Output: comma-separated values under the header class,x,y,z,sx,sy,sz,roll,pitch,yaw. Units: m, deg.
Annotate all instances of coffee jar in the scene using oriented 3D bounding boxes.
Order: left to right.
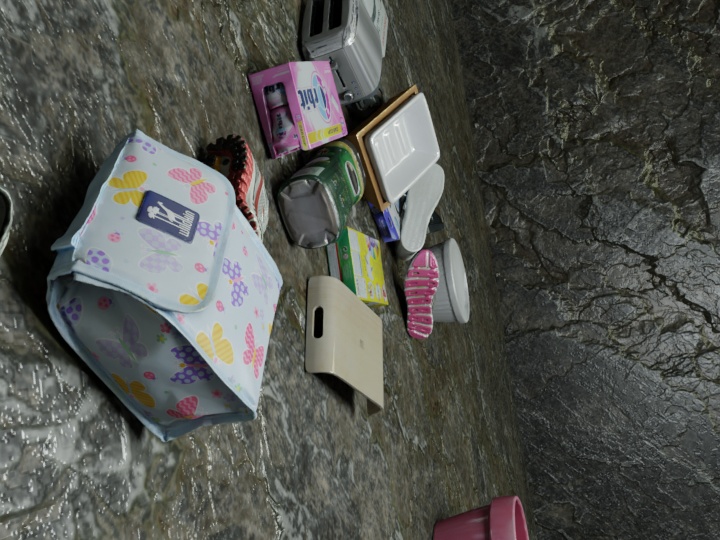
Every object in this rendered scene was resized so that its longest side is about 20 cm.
class,x,y,z,sx,sy,sz,roll,pitch,yaw
coffee jar,-0.051,-0.118,1.093,0.201,0.083,0.107,-64,139,-62

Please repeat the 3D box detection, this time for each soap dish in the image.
class,x,y,z,sx,sy,sz,roll,pitch,yaw
soap dish,0.061,-0.235,1.425,0.200,0.080,0.160,-45,127,-35

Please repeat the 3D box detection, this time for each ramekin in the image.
class,x,y,z,sx,sy,sz,roll,pitch,yaw
ramekin,0.199,0.032,1.812,0.202,0.092,0.208,-11,90,-73

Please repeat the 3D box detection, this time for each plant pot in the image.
class,x,y,z,sx,sy,sz,roll,pitch,yaw
plant pot,0.246,0.567,1.513,0.199,0.174,0.206,-11,90,-72

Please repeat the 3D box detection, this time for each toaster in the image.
class,x,y,z,sx,sy,sz,roll,pitch,yaw
toaster,-0.031,-0.390,1.274,0.130,0.111,0.204,54,32,-50

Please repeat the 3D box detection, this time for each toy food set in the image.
class,x,y,z,sx,sy,sz,roll,pitch,yaw
toy food set,-0.024,0.116,1.117,0.200,0.059,0.147,44,40,-51

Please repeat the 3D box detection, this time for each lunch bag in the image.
class,x,y,z,sx,sy,sz,roll,pitch,yaw
lunch bag,-0.155,0.009,0.619,0.172,0.124,0.202,-83,150,-49

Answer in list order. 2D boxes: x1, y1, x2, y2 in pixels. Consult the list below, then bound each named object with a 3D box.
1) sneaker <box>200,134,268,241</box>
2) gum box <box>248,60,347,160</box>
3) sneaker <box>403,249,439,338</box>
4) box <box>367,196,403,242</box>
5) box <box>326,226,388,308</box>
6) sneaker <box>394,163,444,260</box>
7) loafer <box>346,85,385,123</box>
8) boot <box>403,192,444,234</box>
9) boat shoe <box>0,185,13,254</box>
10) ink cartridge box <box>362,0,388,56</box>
class,x,y,z,sx,sy,sz,roll,pitch,yaw
sneaker,-0.128,-0.045,0.812,0.082,0.076,0.205,53,32,-58
gum box,-0.086,-0.234,1.075,0.200,0.064,0.116,-47,124,-69
sneaker,0.125,0.039,1.577,0.088,0.072,0.205,-88,178,-60
box,0.052,-0.156,1.537,0.203,0.040,0.120,-80,154,-44
box,0.000,0.000,1.261,0.199,0.047,0.121,16,65,-69
sneaker,0.118,-0.121,1.593,0.116,0.072,0.204,120,-10,-74
loafer,0.014,-0.319,1.458,0.200,0.070,0.065,13,73,-74
boot,0.141,-0.168,1.789,0.198,0.072,0.167,-20,96,-72
boat shoe,-0.250,0.021,0.397,0.203,0.062,0.071,-84,156,-43
ink cartridge box,-0.013,-0.527,1.458,0.202,0.081,0.149,64,24,-44
